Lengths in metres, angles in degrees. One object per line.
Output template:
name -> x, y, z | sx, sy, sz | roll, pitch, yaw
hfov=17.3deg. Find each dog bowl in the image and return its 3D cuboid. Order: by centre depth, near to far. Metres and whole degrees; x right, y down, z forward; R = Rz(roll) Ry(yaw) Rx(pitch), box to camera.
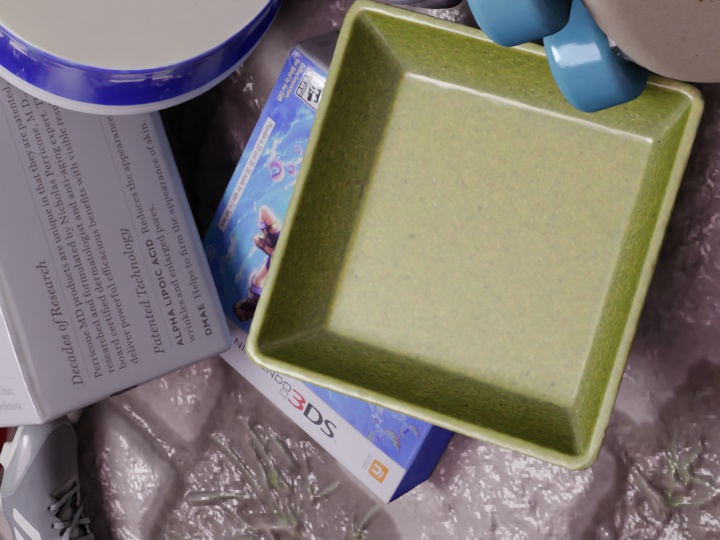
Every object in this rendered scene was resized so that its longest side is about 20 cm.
dog bowl -> -0.130, -0.189, 1.263 | 0.201, 0.199, 0.079 | 59, 165, 5

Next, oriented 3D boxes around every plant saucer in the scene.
plant saucer -> 0.062, -0.019, 1.222 | 0.199, 0.048, 0.201 | 17, 89, 21

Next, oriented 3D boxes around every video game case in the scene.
video game case -> 0.000, 0.000, 1.333 | 0.181, 0.045, 0.201 | 39, 124, 18

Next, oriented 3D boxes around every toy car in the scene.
toy car -> 0.152, -0.205, 1.109 | 0.183, 0.177, 0.201 | -15, 67, 26

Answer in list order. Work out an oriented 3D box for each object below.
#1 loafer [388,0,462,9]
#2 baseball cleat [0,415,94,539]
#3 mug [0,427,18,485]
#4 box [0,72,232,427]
loafer -> 0.007, -0.225, 1.240 | 0.072, 0.063, 0.201 | -24, 73, 21
baseball cleat -> -0.183, 0.179, 1.526 | 0.106, 0.070, 0.201 | 22, 127, 22
mug -> -0.324, 0.102, 1.582 | 0.199, 0.177, 0.134 | 2, 70, 32
box -> -0.198, -0.021, 1.380 | 0.199, 0.130, 0.201 | -8, 101, 60
